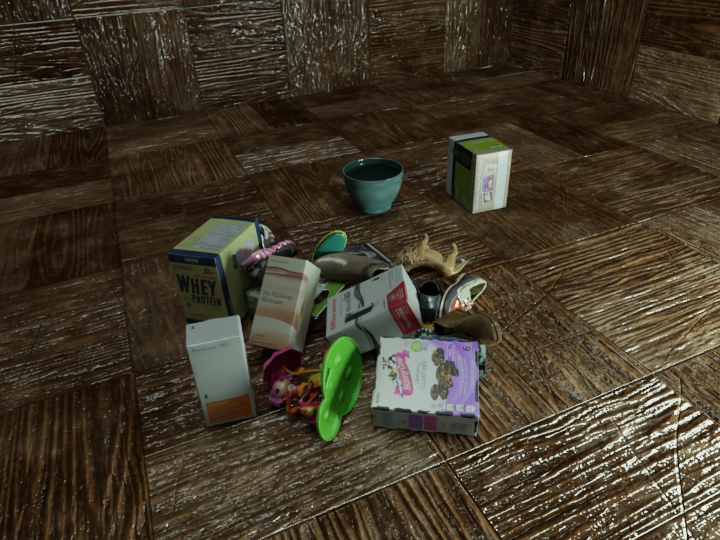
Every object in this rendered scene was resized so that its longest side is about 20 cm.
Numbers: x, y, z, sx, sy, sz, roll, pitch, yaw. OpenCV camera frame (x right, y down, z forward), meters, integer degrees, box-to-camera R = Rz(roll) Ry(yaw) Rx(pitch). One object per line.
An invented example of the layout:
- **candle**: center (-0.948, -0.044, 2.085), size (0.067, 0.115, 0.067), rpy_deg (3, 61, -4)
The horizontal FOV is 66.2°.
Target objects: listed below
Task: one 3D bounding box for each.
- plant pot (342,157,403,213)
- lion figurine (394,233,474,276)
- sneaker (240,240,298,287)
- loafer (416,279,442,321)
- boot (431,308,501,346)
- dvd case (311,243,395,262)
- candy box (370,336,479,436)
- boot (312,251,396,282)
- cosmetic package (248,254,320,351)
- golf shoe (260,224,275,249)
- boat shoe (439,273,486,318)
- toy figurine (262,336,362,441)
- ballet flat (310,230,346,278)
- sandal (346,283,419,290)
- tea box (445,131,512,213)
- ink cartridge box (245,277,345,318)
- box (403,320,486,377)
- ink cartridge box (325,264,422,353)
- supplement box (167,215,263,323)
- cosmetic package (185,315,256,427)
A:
- **plant pot**: center (0.044, -0.272, 1.825), size (0.197, 0.136, 0.201), rpy_deg (-3, 32, 2)
- **lion figurine**: center (0.198, -0.028, 1.487), size (0.197, 0.073, 0.123), rpy_deg (15, 43, 19)
- **sneaker**: center (-0.208, -0.011, 1.361), size (0.079, 0.096, 0.200), rpy_deg (-37, -3, 30)
- **loafer**: center (0.167, 0.056, 1.318), size (0.067, 0.071, 0.201), rpy_deg (10, 19, 10)
- **boot**: center (0.214, 0.122, 1.128), size (0.075, 0.075, 0.200), rpy_deg (-14, 5, -20)
- **dvd case**: center (-0.015, -0.036, 1.521), size (0.198, 0.016, 0.149), rpy_deg (-5, 29, -33)
- **candy box**: center (0.126, 0.218, 1.066), size (0.197, 0.072, 0.169), rpy_deg (2, 46, 9)
- **boot**: center (0.000, 0.000, 1.325), size (0.197, 0.071, 0.146), rpy_deg (-1, 11, -27)
- **cosmetic package**: center (-0.167, 0.077, 1.226), size (0.102, 0.087, 0.203), rpy_deg (7, 78, 19)
- **golf shoe**: center (-0.291, -0.102, 1.630), size (0.076, 0.089, 0.201), rpy_deg (-11, 31, -10)
- **boat shoe**: center (0.246, 0.067, 1.336), size (0.062, 0.072, 0.200), rpy_deg (17, 33, 24)
- **toy figurine**: center (-0.116, 0.226, 1.092), size (0.182, 0.151, 0.202), rpy_deg (-1, 54, 29)
- **ballet flat**: center (-0.095, -0.039, 1.414), size (0.066, 0.201, 0.067), rpy_deg (15, 36, -20)
- **sandal**: center (0.056, 0.050, 1.383), size (0.197, 0.055, 0.082), rpy_deg (0, 32, -7)
- **tea box**: center (0.384, -0.324, 1.818), size (0.132, 0.202, 0.197), rpy_deg (-11, 34, -14)
- **ink cartridge box**: center (-0.157, 0.074, 1.351), size (0.198, 0.077, 0.148), rpy_deg (16, 36, 22)
- **box**: center (0.173, 0.166, 1.207), size (0.197, 0.040, 0.137), rpy_deg (3, 32, 10)
- **ink cartridge box**: center (0.026, 0.093, 1.222), size (0.198, 0.084, 0.145), rpy_deg (-26, 30, 14)
- **supplement box**: center (-0.338, 0.001, 1.358), size (0.132, 0.202, 0.200), rpy_deg (6, 32, 20)
- **cosmetic package**: center (-0.262, 0.193, 1.049), size (0.100, 0.202, 0.071), rpy_deg (-10, 32, -11)
